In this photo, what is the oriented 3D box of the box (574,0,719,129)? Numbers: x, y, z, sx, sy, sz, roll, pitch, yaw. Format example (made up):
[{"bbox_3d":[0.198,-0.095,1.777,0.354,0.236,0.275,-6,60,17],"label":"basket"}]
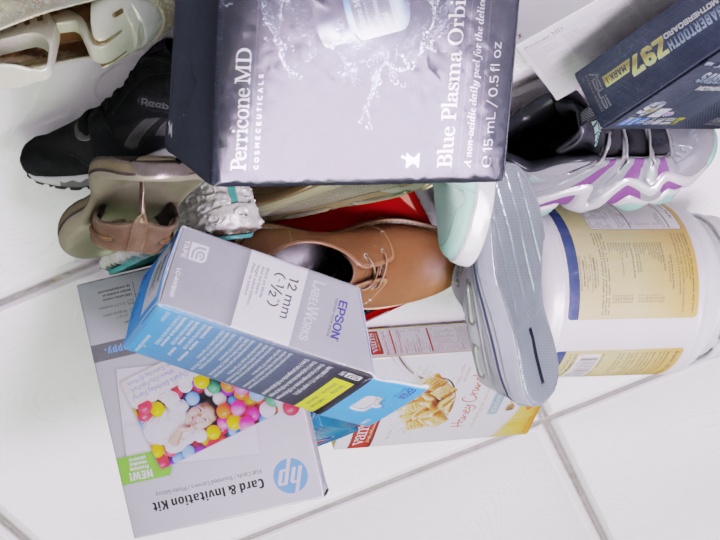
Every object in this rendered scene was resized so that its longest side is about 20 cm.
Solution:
[{"bbox_3d":[0.268,-0.161,1.312,0.157,0.051,0.199,-35,164,32],"label":"box"}]

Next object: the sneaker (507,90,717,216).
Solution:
[{"bbox_3d":[0.184,-0.098,1.384,0.198,0.078,0.140,-15,160,-5],"label":"sneaker"}]

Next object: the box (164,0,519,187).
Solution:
[{"bbox_3d":[-0.011,-0.160,1.133,0.198,0.117,0.199,-2,106,-20],"label":"box"}]

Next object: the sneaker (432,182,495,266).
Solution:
[{"bbox_3d":[0.030,-0.101,1.273,0.117,0.203,0.074,-4,-176,-13],"label":"sneaker"}]

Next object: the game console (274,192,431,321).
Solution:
[{"bbox_3d":[-0.031,-0.010,1.485,0.198,0.120,0.172,-24,175,10],"label":"game console"}]

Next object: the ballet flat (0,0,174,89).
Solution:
[{"bbox_3d":[-0.191,-0.152,1.188,0.198,0.063,0.068,-15,145,-5],"label":"ballet flat"}]

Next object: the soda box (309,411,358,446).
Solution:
[{"bbox_3d":[-0.054,0.112,1.528,0.064,0.068,0.200,-21,171,5],"label":"soda box"}]

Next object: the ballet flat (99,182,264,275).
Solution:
[{"bbox_3d":[-0.134,-0.042,1.342,0.071,0.073,0.199,10,166,-33],"label":"ballet flat"}]

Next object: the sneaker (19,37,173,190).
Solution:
[{"bbox_3d":[-0.146,-0.117,1.268,0.198,0.076,0.088,-10,113,8],"label":"sneaker"}]

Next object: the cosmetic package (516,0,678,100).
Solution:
[{"bbox_3d":[0.203,-0.205,1.294,0.199,0.051,0.082,-29,147,15],"label":"cosmetic package"}]

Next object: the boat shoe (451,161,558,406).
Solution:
[{"bbox_3d":[0.098,0.012,1.385,0.073,0.066,0.202,-31,121,-43],"label":"boat shoe"}]

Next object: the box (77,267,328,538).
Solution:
[{"bbox_3d":[-0.121,0.091,1.409,0.154,0.202,0.041,-12,-178,5],"label":"box"}]

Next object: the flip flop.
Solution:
[{"bbox_3d":[-0.157,-0.034,1.237,0.080,0.058,0.200,0,163,-26],"label":"flip flop"}]

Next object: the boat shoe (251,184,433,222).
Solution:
[{"bbox_3d":[0.001,-0.081,1.362,0.199,0.074,0.063,-18,157,2],"label":"boat shoe"}]

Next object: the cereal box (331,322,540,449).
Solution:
[{"bbox_3d":[0.078,0.104,1.665,0.198,0.040,0.145,-4,142,-18],"label":"cereal box"}]

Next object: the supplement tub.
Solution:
[{"bbox_3d":[0.207,0.015,1.510,0.198,0.145,0.145,0,141,-23],"label":"supplement tub"}]

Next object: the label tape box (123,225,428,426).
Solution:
[{"bbox_3d":[-0.059,0.044,1.306,0.198,0.067,0.143,18,161,-12],"label":"label tape box"}]

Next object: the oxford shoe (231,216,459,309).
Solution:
[{"bbox_3d":[0.000,0.000,1.370,0.198,0.071,0.072,-2,101,-28],"label":"oxford shoe"}]
